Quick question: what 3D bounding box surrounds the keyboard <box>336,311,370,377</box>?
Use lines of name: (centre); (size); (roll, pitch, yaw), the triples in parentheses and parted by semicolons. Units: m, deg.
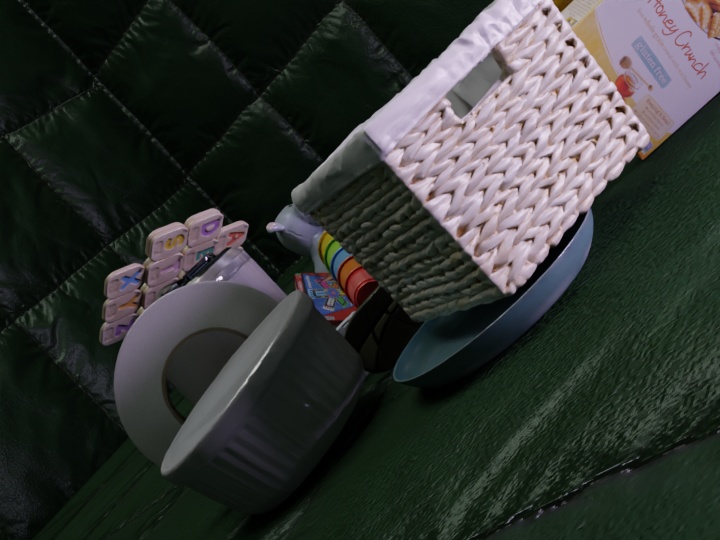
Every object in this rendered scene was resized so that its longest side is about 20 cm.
keyboard: (-0.057, 0.128, 0.997); (0.200, 0.056, 0.011); (-44, 2, -7)

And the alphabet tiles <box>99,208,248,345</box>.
alphabet tiles: (-0.216, 0.016, 1.190); (0.195, 0.015, 0.200); (-25, -32, -38)

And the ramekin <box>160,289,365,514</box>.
ramekin: (-0.080, 0.123, 0.896); (0.202, 0.094, 0.202); (-50, 8, 10)

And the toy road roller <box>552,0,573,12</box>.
toy road roller: (0.250, -0.220, 0.953); (0.200, 0.146, 0.123); (-47, 7, -29)

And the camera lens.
camera lens: (-0.137, 0.087, 1.133); (0.160, 0.200, 0.160); (-43, 6, 5)

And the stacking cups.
stacking cups: (0.000, 0.000, 1.116); (0.060, 0.061, 0.200); (-43, 21, 2)

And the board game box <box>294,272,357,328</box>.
board game box: (-0.017, 0.034, 1.130); (0.103, 0.020, 0.200); (0, 14, -7)

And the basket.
basket: (0.082, -0.084, 0.791); (0.198, 0.161, 0.200); (-45, 5, -19)

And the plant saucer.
plant saucer: (0.106, 0.023, 0.780); (0.200, 0.027, 0.200); (-43, 6, 6)

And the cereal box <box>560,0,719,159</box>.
cereal box: (0.260, -0.205, 0.810); (0.200, 0.144, 0.040); (-43, 32, 9)

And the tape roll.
tape roll: (-0.142, 0.110, 1.009); (0.203, 0.203, 0.037); (-44, 7, -8)

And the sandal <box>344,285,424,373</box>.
sandal: (0.063, 0.013, 0.940); (0.201, 0.080, 0.057); (-42, -8, 15)

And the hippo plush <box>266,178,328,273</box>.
hippo plush: (-0.036, -0.047, 1.452); (0.200, 0.161, 0.159); (-56, -19, 26)
